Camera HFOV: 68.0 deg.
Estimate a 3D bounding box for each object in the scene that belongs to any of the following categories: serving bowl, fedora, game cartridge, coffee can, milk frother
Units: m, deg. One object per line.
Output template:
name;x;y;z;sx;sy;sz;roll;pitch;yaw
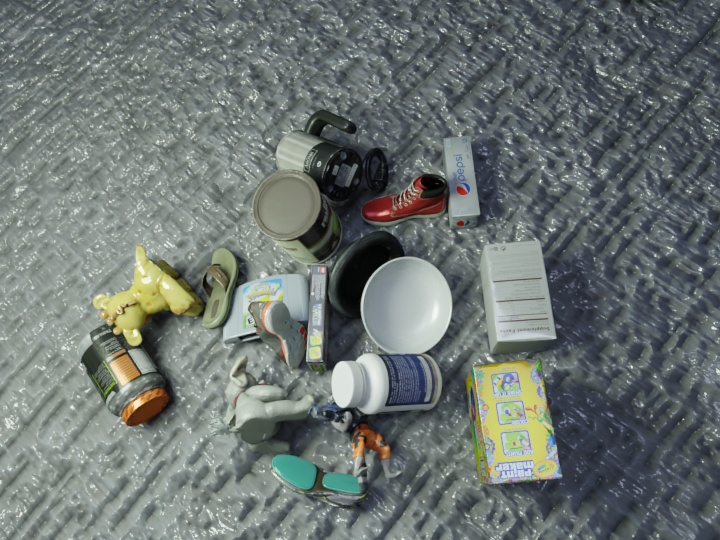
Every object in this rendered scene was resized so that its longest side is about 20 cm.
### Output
serving bowl;0.090;0.074;1.116;0.196;0.066;0.204;0;91;-14
fedora;0.000;0.000;1.149;0.201;0.201;0.091;-45;38;-10
game cartridge;-0.208;0.079;1.170;0.197;0.041;0.135;-14;52;6
coffee can;-0.129;-0.108;1.148;0.144;0.200;0.149;-2;76;10
milk frother;-0.058;-0.247;1.244;0.187;0.200;0.182;31;83;41

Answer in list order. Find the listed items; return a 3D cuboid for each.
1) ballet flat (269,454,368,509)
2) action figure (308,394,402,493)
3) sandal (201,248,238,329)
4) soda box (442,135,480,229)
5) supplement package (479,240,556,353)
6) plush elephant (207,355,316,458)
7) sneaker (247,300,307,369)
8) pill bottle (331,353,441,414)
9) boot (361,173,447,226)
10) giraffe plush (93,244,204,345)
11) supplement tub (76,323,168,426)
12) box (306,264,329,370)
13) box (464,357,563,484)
ballet flat;-0.085;0.419;1.035;0.197;0.072;0.073;14;72;5
action figure;-0.024;0.313;1.027;0.105;0.198;0.195;-57;42;27
sandal;-0.319;0.030;1.181;0.079;0.057;0.204;-23;50;27
soda box;0.227;-0.201;1.217;0.062;0.068;0.204;-4;70;4
supplement package;0.316;0.057;1.090;0.115;0.117;0.204;-4;70;5
plush elephant;-0.211;0.269;1.073;0.197;0.167;0.155;11;28;-22
sneaker;-0.171;0.124;1.094;0.081;0.202;0.078;12;50;27
pill bottle;0.049;0.215;1.020;0.197;0.111;0.113;6;66;-32
boot;0.092;-0.162;1.180;0.196;0.145;0.074;-8;71;5
giraffe plush;-0.458;0.067;1.135;0.162;0.200;0.172;-45;64;-7
supplement tub;-0.498;0.219;1.127;0.122;0.123;0.200;-39;71;-8
box;-0.087;0.101;1.125;0.034;0.110;0.204;1;70;1
box;0.269;0.280;0.972;0.120;0.200;0.196;-7;69;4
